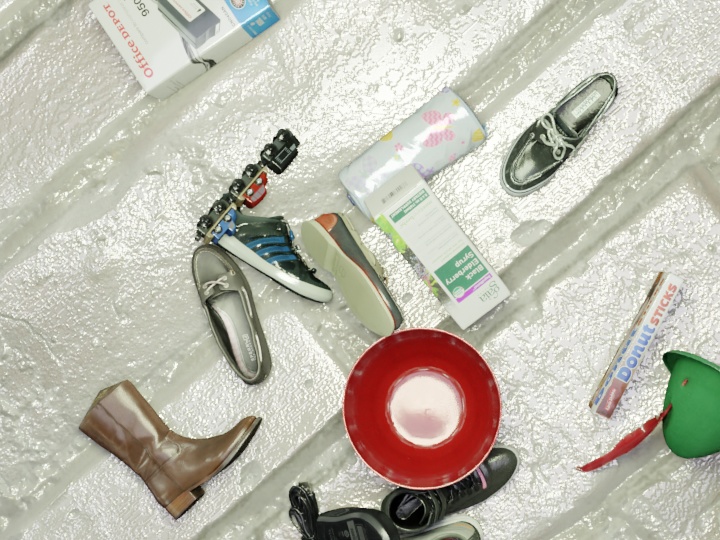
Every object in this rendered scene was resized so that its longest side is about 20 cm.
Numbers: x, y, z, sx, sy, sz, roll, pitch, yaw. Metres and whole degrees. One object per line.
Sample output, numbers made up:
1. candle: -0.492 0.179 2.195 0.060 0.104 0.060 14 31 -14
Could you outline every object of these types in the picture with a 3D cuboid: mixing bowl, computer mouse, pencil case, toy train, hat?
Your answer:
1. mixing bowl: 0.082 0.175 1.574 0.200 0.108 0.201 -1 84 7
2. computer mouse: -0.009 0.339 1.578 0.053 0.200 0.139 -14 94 -39
3. pencil case: 0.067 -0.146 1.589 0.200 0.083 0.091 -39 94 4
4. toy train: -0.144 -0.105 1.597 0.046 0.034 0.200 40 67 -3
5. hat: 0.391 0.216 1.516 0.166 0.200 0.176 38 81 12

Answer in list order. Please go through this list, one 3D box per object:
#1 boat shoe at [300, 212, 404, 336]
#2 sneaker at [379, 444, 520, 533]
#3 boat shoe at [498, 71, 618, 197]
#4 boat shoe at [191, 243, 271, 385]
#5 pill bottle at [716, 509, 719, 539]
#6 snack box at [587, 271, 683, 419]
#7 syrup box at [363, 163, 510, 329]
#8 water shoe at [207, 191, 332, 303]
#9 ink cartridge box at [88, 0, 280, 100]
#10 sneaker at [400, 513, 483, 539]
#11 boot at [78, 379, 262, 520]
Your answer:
1. boat shoe: 0.000 0.000 1.574 0.062 0.071 0.200 -18 54 -32
2. sneaker: 0.116 0.286 1.583 0.200 0.099 0.071 -24 88 4
3. boat shoe: 0.256 -0.175 1.579 0.199 0.068 0.074 -41 87 4
4. boat shoe: -0.170 0.056 1.625 0.067 0.057 0.200 -23 89 5
5. pill bottle: 0.518 0.296 1.543 0.111 0.111 0.200 28 93 4
6. snack box: 0.351 0.094 1.573 0.024 0.072 0.200 28 93 2
7. syrup box: 0.097 -0.029 1.552 0.079 0.081 0.200 -37 112 5
8. water shoe: -0.112 -0.032 1.612 0.200 0.072 0.079 32 86 2
9. ink cartridge box: -0.229 -0.338 1.610 0.200 0.084 0.145 -34 88 5
10. sneaker: 0.065 0.378 1.600 0.200 0.079 0.074 -27 90 6
11. boot: -0.256 0.201 1.637 0.200 0.064 0.186 44 92 7
